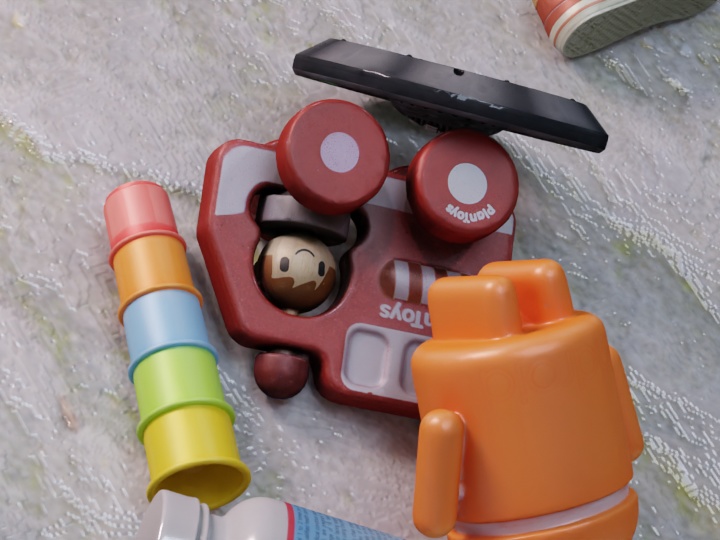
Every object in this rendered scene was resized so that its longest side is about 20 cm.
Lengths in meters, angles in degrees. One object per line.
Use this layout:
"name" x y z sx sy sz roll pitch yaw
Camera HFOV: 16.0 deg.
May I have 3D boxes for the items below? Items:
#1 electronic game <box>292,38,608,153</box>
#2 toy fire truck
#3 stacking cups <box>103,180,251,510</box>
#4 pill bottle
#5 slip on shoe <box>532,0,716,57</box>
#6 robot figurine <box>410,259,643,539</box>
"electronic game" 0.055 -0.103 1.573 0.199 0.200 0.042 14 94 -15
"toy fire truck" 0.000 0.000 1.521 0.199 0.112 0.169 11 74 -18
"stacking cups" -0.111 0.042 1.473 0.060 0.061 0.200 1 53 -23
"pill bottle" -0.025 0.185 1.372 0.199 0.109 0.109 19 52 -11
"slip on shoe" 0.201 -0.207 1.769 0.200 0.074 0.061 -23 66 -29
"robot figurine" 0.093 0.097 1.456 0.144 0.116 0.201 -36 115 -73
